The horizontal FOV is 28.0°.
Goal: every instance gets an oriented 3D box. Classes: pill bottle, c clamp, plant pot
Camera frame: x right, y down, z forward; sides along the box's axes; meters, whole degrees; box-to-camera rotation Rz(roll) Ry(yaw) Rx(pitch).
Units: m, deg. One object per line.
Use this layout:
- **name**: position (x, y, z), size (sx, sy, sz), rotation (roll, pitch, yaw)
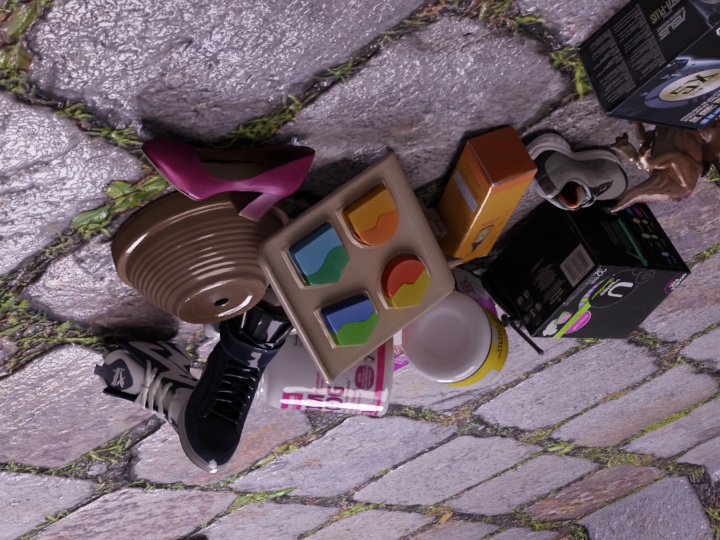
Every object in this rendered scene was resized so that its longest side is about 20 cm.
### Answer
- **pill bottle**: position (0.126, 0.092, 1.812), size (0.111, 0.113, 0.200), rotation (-25, 166, 11)
- **c clamp**: position (0.242, 0.056, 1.935), size (0.199, 0.171, 0.027), rotation (-2, 130, -47)
- **pill bottle**: position (-0.061, 0.122, 1.838), size (0.198, 0.114, 0.114), rotation (5, 153, -5)
- **plant pot**: position (-0.164, -0.005, 1.564), size (0.199, 0.093, 0.201), rotation (-16, 156, -7)

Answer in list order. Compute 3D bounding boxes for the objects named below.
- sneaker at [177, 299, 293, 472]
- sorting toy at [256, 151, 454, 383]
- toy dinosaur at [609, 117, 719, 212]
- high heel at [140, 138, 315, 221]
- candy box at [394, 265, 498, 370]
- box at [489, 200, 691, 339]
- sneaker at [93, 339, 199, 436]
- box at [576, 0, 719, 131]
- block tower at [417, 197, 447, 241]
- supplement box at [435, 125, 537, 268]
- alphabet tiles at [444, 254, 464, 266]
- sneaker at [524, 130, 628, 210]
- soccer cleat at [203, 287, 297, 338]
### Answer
- **sneaker**: position (-0.139, 0.116, 1.631), size (0.076, 0.203, 0.146), rotation (25, 131, -14)
- **sorting toy**: position (0.003, -0.001, 1.565), size (0.199, 0.036, 0.186), rotation (-38, 118, -19)
- **toy dinosaur**: position (0.367, -0.129, 1.651), size (0.135, 0.201, 0.086), rotation (42, 153, -22)
- **high heel**: position (-0.129, -0.114, 1.416), size (0.096, 0.068, 0.200), rotation (-46, 152, 14)
- **candy box**: position (0.069, 0.068, 1.945), size (0.199, 0.061, 0.136), rotation (-30, 154, 20)
- **box**: position (0.300, -0.002, 1.879), size (0.199, 0.125, 0.149), rotation (3, 138, -43)
- **sneaker**: position (-0.251, 0.143, 1.724), size (0.129, 0.200, 0.080), rotation (11, 118, -32)
- **box**: position (0.353, -0.239, 1.476), size (0.163, 0.087, 0.200), rotation (4, 147, -42)
- **block tower**: position (0.003, -0.033, 1.644), size (0.199, 0.054, 0.058), rotation (-14, 158, -40)
- **supplement box**: position (0.136, -0.080, 1.664), size (0.066, 0.069, 0.200), rotation (-20, 156, -23)
- **alphabet tiles**: position (0.000, 0.000, 1.698), size (0.198, 0.008, 0.167), rotation (-11, -171, -18)
- **sneaker**: position (0.255, -0.102, 1.704), size (0.074, 0.080, 0.199), rotation (-37, 153, 31)
- **soccer cleat**: position (-0.099, 0.051, 1.778), size (0.198, 0.070, 0.078), rotation (-2, 157, -21)
